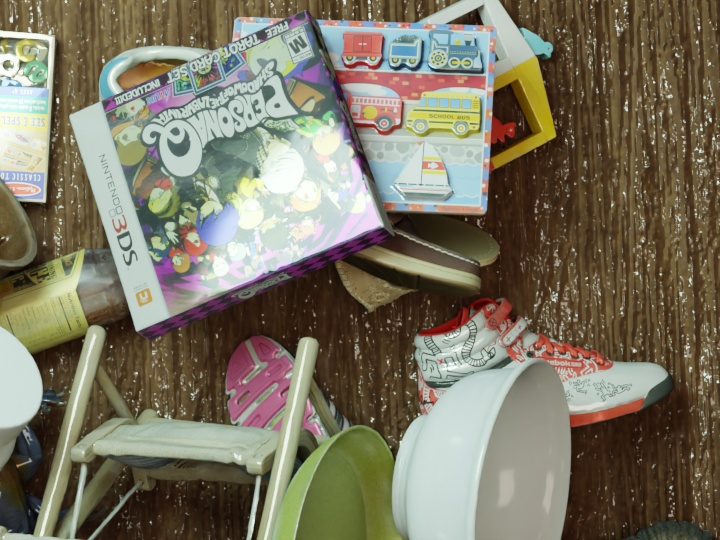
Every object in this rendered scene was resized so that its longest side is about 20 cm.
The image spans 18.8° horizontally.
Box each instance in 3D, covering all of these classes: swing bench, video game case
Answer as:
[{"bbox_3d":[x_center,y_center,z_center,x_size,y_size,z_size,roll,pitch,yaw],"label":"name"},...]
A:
[{"bbox_3d":[-0.129,0.158,1.571,0.198,0.130,0.200,4,52,26],"label":"swing bench"},{"bbox_3d":[-0.096,-0.070,1.587,0.199,0.036,0.182,-22,72,10],"label":"video game case"}]

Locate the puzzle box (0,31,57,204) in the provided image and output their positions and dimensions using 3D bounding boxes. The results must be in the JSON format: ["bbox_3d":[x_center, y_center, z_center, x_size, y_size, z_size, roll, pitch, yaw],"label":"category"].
[{"bbox_3d":[-0.338,-0.122,1.688,0.199,0.025,0.134,3,90,-5],"label":"puzzle box"}]

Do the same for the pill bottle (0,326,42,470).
[{"bbox_3d":[-0.319,0.125,1.568,0.113,0.113,0.200,44,124,-3],"label":"pill bottle"}]

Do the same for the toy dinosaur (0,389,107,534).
[{"bbox_3d":[-0.267,0.182,1.683,0.105,0.200,0.182,-10,116,-42],"label":"toy dinosaur"}]

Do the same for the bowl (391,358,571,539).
[{"bbox_3d":[0.082,0.159,1.610,0.090,0.201,0.202,7,88,24],"label":"bowl"}]

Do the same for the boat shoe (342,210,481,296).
[{"bbox_3d":[0.004,-0.040,1.632,0.199,0.072,0.072,21,82,14],"label":"boat shoe"}]

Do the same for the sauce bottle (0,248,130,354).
[{"bbox_3d":[-0.222,0.020,1.679,0.199,0.066,0.066,-21,91,-8],"label":"sauce bottle"}]

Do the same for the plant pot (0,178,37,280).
[{"bbox_3d":[-0.376,-0.006,1.596,0.200,0.200,0.198,43,105,-3],"label":"plant pot"}]

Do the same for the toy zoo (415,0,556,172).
[{"bbox_3d":[0.069,-0.134,1.704,0.200,0.020,0.132,-27,98,-19],"label":"toy zoo"}]

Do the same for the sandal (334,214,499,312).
[{"bbox_3d":[0.001,-0.003,1.708,0.211,0.078,0.070,6,120,2],"label":"sandal"}]

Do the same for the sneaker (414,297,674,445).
[{"bbox_3d":[0.141,0.069,1.706,0.201,0.067,0.108,-13,96,-2],"label":"sneaker"}]

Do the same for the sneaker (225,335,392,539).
[{"bbox_3d":[-0.030,0.136,1.693,0.074,0.087,0.200,-44,70,16],"label":"sneaker"}]

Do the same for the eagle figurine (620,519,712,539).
[{"bbox_3d":[0.220,0.283,1.687,0.200,0.151,0.152,-25,81,6],"label":"eagle figurine"}]

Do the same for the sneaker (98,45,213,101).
[{"bbox_3d":[-0.102,-0.134,1.682,0.199,0.081,0.077,0,88,-6],"label":"sneaker"}]

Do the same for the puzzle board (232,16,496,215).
[{"bbox_3d":[-0.002,-0.117,1.620,0.199,0.017,0.151,2,70,5],"label":"puzzle board"}]

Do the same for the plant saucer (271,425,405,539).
[{"bbox_3d":[-0.020,0.208,1.538,0.031,0.200,0.201,3,89,23],"label":"plant saucer"}]
